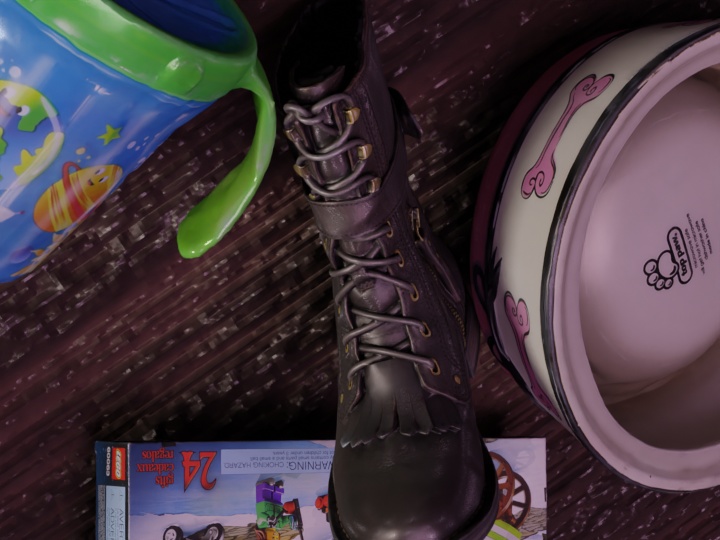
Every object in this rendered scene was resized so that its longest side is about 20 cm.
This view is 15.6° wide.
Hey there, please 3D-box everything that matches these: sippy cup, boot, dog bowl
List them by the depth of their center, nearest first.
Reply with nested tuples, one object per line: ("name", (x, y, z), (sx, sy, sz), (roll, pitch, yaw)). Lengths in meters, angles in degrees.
("sippy cup", (-0.128, -0.070, 0.954), (0.178, 0.140, 0.130), (42, 107, 11))
("boot", (0.000, 0.000, 1.014), (0.069, 0.200, 0.174), (-12, 127, 9))
("dog bowl", (0.129, -0.013, 1.095), (0.200, 0.074, 0.200), (-14, 114, -36))

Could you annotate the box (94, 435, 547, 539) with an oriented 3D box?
("box", (-0.014, 0.139, 1.109), (0.200, 0.038, 0.137), (1, 87, -28))
